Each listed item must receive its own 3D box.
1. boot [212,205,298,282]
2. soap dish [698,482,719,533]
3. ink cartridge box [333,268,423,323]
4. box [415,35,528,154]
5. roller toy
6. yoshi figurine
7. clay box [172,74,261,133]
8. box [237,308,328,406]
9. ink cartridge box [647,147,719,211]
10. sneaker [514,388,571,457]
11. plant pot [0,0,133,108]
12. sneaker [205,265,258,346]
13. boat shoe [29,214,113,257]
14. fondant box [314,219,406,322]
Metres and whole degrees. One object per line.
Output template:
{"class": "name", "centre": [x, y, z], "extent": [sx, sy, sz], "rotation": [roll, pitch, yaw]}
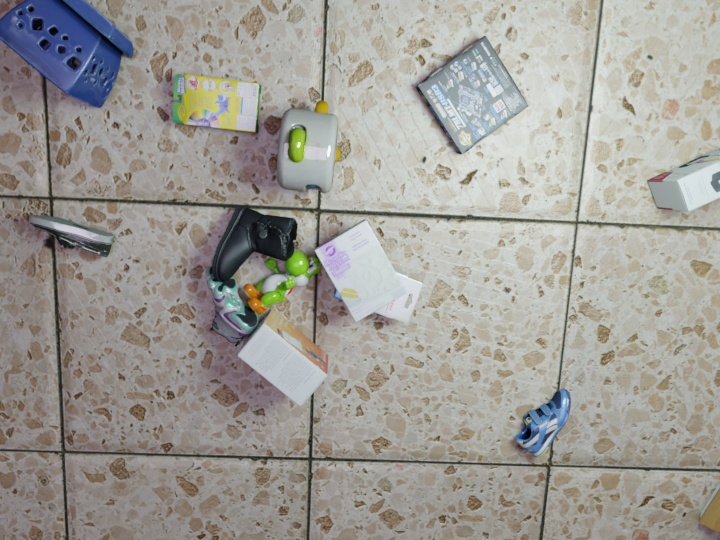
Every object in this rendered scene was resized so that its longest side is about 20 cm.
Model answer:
{"class": "boot", "centre": [-0.250, -0.049, 1.421], "extent": [0.167, 0.076, 0.202], "rotation": [17, 81, 20]}
{"class": "soap dish", "centre": [1.066, 0.682, 1.639], "extent": [0.199, 0.081, 0.158], "rotation": [26, 99, -5]}
{"class": "ink cartridge box", "centre": [0.044, 0.043, 1.493], "extent": [0.198, 0.068, 0.116], "rotation": [21, 99, -5]}
{"class": "box", "centre": [0.268, -0.418, 1.425], "extent": [0.198, 0.050, 0.201], "rotation": [-36, 100, 5]}
{"class": "roller toy", "centre": [-0.114, -0.276, 1.373], "extent": [0.138, 0.201, 0.183], "rotation": [6, 135, -3]}
{"class": "yoshi figurine", "centre": [-0.196, 0.016, 1.463], "extent": [0.199, 0.112, 0.113], "rotation": [-32, 93, 1]}
{"class": "clay box", "centre": [-0.340, -0.396, 1.410], "extent": [0.198, 0.048, 0.116], "rotation": [7, 100, -2]}
{"class": "box", "centre": [-0.186, 0.211, 1.474], "extent": [0.200, 0.152, 0.107], "rotation": [40, 96, -9]}
{"class": "ink cartridge box", "centre": [0.830, -0.223, 1.430], "extent": [0.199, 0.146, 0.083], "rotation": [-25, 98, 2]}
{"class": "sneaker", "centre": [0.485, 0.397, 1.572], "extent": [0.082, 0.074, 0.201], "rotation": [28, 97, -5]}
{"class": "plant pot", "centre": [-0.633, -0.503, 1.309], "extent": [0.200, 0.200, 0.180], "rotation": [41, 91, -8]}
{"class": "sneaker", "centre": [-0.351, 0.100, 1.490], "extent": [0.140, 0.077, 0.201], "rotation": [-47, 69, 36]}
{"class": "boat shoe", "centre": [-0.708, -0.083, 1.444], "extent": [0.198, 0.071, 0.064], "rotation": [18, 98, -7]}
{"class": "fondant box", "centre": [0.000, 0.000, 1.421], "extent": [0.143, 0.058, 0.201], "rotation": [-30, 96, 3]}
